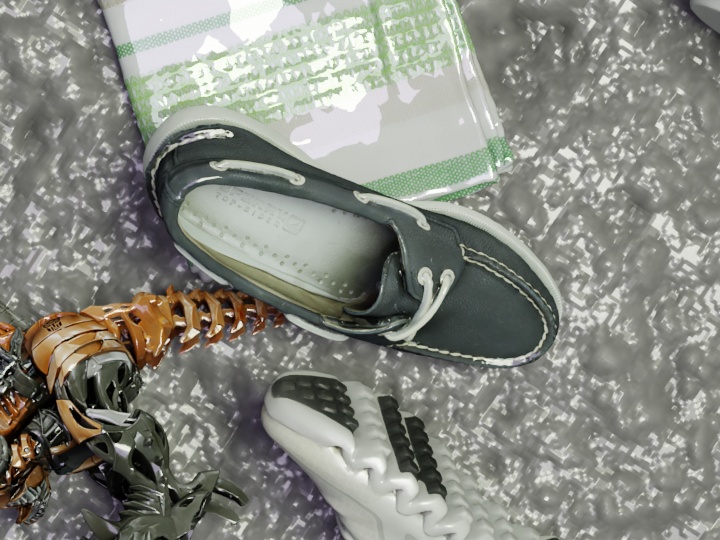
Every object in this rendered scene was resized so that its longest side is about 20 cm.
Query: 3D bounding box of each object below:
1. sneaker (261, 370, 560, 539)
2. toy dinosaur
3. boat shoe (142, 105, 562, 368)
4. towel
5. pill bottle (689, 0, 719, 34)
[{"bbox_3d":[0.026,0.121,1.019,0.081,0.075,0.200,-43,109,15],"label":"sneaker"},{"bbox_3d":[-0.116,0.063,1.012,0.200,0.102,0.136,-32,79,9],"label":"toy dinosaur"},{"bbox_3d":[0.000,0.000,1.003,0.200,0.060,0.076,21,113,-19],"label":"boat shoe"},{"bbox_3d":[-0.033,-0.110,1.033,0.149,0.031,0.200,-19,94,-3],"label":"towel"},{"bbox_3d":[0.220,-0.178,1.005,0.104,0.104,0.200,31,92,-4],"label":"pill bottle"}]
